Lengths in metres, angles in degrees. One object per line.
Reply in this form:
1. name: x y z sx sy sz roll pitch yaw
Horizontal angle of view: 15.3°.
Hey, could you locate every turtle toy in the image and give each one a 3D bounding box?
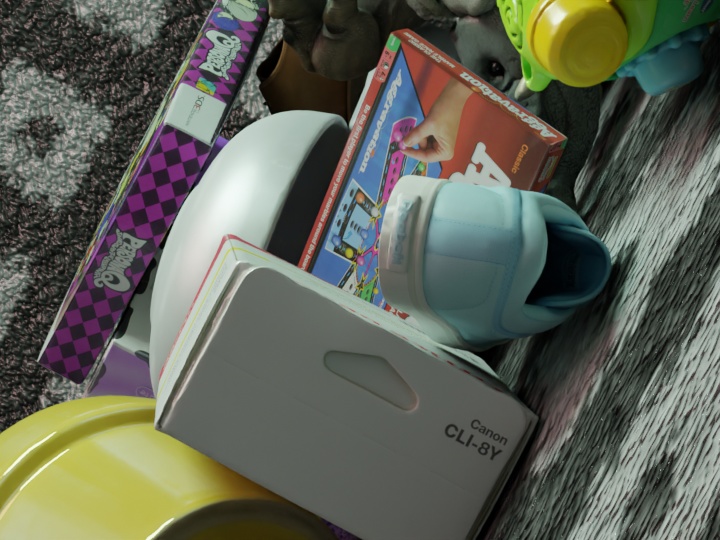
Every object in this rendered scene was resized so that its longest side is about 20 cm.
1. turtle toy: 0.129 -0.158 1.136 0.201 0.101 0.146 -58 29 16

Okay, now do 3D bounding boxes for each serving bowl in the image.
1. serving bowl: -0.069 0.002 1.467 0.200 0.065 0.201 19 -90 -82

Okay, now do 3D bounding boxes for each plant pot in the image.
1. plant pot: -0.087 0.160 1.238 0.202 0.200 0.189 -63 21 -12

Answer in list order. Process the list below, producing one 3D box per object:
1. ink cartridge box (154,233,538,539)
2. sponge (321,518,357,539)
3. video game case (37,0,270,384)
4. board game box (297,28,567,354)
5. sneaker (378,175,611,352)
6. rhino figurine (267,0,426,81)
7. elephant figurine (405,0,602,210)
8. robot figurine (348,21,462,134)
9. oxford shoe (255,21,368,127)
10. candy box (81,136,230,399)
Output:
1. ink cartridge box: -0.013 0.055 1.193 0.084 0.144 0.200 -62 5 1
2. sponge: -0.026 0.154 1.480 0.201 0.030 0.112 -63 5 -16
3. video game case: -0.119 -0.057 1.594 0.200 0.036 0.182 -58 9 36
4. board game box: 0.022 -0.006 1.314 0.019 0.103 0.201 -21 -40 -52
5. sneaker: 0.070 0.004 1.148 0.200 0.081 0.074 4 -83 -73
6. rhino figurine: 0.035 -0.173 1.383 0.200 0.060 0.088 -40 -29 -17
7. elephant figurine: 0.084 -0.146 1.302 0.200 0.141 0.155 -55 13 27
8. robot figurine: 0.069 -0.113 1.455 0.169 0.113 0.201 -21 31 36
9. oxford shoe: -0.027 -0.098 1.596 0.072 0.071 0.201 -83 -2 -51
10. candy box: -0.058 0.035 1.645 0.072 0.167 0.201 -58 7 44
